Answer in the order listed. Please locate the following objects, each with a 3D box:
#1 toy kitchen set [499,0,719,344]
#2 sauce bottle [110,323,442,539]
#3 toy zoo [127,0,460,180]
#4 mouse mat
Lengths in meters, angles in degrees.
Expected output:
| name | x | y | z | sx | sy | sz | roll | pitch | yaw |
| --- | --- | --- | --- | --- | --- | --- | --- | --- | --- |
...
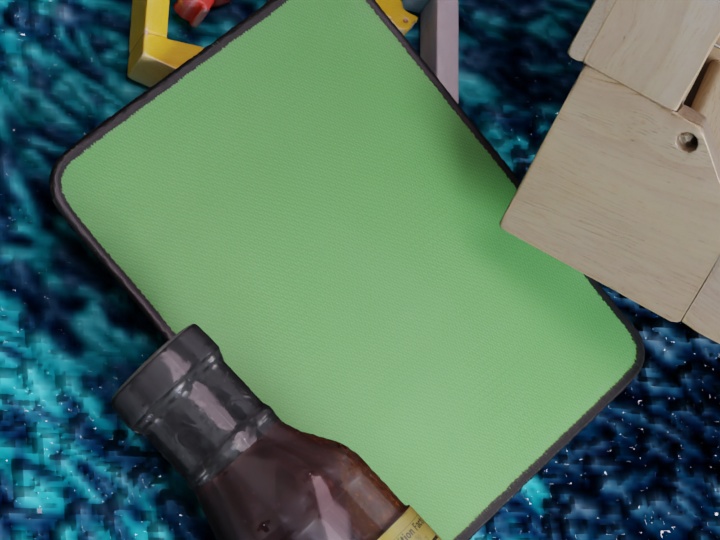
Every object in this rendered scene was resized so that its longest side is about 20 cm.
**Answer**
| name | x | y | z | sx | sy | sz | roll | pitch | yaw |
| --- | --- | --- | --- | --- | --- | --- | --- | --- | --- |
| toy kitchen set | 0.184 | -0.088 | 0.904 | 0.180 | 0.200 | 0.163 | 29 | 33 | 3 |
| sauce bottle | -0.004 | 0.104 | 0.819 | 0.200 | 0.066 | 0.066 | 45 | 56 | 4 |
| toy zoo | -0.023 | -0.124 | 0.946 | 0.131 | 0.020 | 0.200 | 12 | 61 | -20 |
| mouse mat | 0.000 | 0.000 | 0.890 | 0.161 | 0.008 | 0.200 | -40 | 93 | -30 |
